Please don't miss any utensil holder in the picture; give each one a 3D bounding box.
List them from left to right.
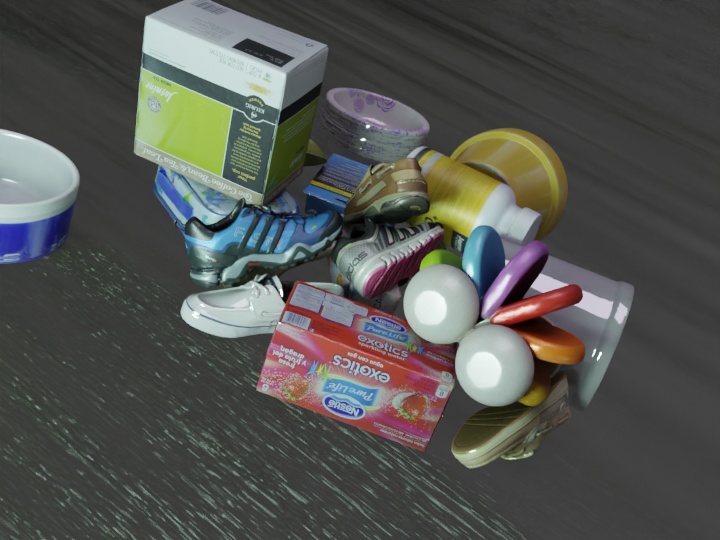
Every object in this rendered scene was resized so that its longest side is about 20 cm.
[{"bbox_3d":[0.218,0.060,1.093,0.199,0.171,0.170,22,27,9],"label":"utensil holder"}]

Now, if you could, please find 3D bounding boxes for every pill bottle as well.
[{"bbox_3d":[0.146,-0.085,1.207,0.199,0.113,0.112,29,29,18],"label":"pill bottle"}]

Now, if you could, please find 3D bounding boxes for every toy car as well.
[{"bbox_3d":[0.156,0.038,0.921,0.200,0.150,0.175,49,26,15],"label":"toy car"}]

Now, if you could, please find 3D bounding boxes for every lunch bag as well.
[{"bbox_3d":[-0.191,-0.098,1.194,0.160,0.083,0.200,-3,35,-39],"label":"lunch bag"}]

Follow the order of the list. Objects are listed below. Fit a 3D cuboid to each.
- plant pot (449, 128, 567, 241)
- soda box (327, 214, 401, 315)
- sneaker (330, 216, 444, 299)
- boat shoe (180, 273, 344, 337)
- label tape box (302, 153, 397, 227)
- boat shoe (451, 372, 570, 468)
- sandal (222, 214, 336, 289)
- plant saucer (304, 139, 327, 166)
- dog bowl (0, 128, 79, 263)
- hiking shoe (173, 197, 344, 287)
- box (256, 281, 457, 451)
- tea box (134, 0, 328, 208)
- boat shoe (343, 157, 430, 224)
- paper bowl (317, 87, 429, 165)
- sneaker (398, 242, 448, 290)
[{"bbox_3d":[0.205,-0.116,1.342,0.200,0.202,0.189,29,22,18],"label":"plant pot"},{"bbox_3d":[0.000,0.000,1.166,0.068,0.064,0.200,12,28,-15],"label":"soda box"},{"bbox_3d":[0.034,-0.033,1.097,0.087,0.074,0.199,39,36,18],"label":"sneaker"},{"bbox_3d":[-0.113,0.034,1.026,0.199,0.066,0.074,1,34,-32],"label":"boat shoe"},{"bbox_3d":[-0.008,-0.104,1.344,0.143,0.064,0.200,21,27,4],"label":"label tape box"},{"bbox_3d":[0.175,0.176,0.952,0.072,0.065,0.199,-11,8,43],"label":"boat shoe"},{"bbox_3d":[-0.096,-0.030,1.104,0.199,0.054,0.081,-23,93,-38],"label":"sandal"},{"bbox_3d":[-0.149,-0.189,1.332,0.198,0.031,0.200,4,-1,0],"label":"plant saucer"},{"bbox_3d":[-0.442,-0.093,1.024,0.199,0.079,0.201,16,28,-9],"label":"dog bowl"},{"bbox_3d":[-0.112,-0.047,1.019,0.199,0.087,0.074,-20,19,-20],"label":"hiking shoe"},{"bbox_3d":[-0.001,0.103,0.944,0.199,0.096,0.100,20,27,-2],"label":"box"},{"bbox_3d":[-0.171,-0.221,1.128,0.199,0.198,0.134,25,34,10],"label":"tea box"},{"bbox_3d":[0.035,-0.103,1.131,0.075,0.075,0.200,0,-4,-24],"label":"boat shoe"},{"bbox_3d":[0.019,-0.250,1.581,0.199,0.105,0.201,15,28,-8],"label":"paper bowl"},{"bbox_3d":[0.099,-0.013,1.266,0.080,0.074,0.200,31,30,-11],"label":"sneaker"}]
